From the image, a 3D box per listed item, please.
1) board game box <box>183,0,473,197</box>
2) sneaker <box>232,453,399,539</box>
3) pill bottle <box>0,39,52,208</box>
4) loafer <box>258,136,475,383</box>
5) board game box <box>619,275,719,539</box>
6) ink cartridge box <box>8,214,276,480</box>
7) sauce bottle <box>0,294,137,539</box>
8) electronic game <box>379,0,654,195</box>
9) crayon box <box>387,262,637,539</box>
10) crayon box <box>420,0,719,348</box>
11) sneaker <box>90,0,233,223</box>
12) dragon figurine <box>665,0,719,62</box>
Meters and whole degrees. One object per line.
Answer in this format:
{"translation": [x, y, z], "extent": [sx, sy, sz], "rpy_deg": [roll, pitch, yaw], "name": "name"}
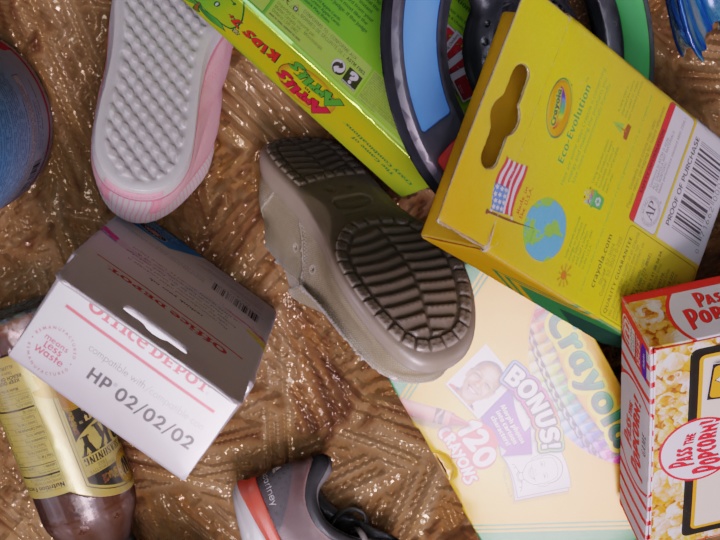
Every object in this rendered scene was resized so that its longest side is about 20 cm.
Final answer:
{"translation": [-0.014, -0.146, 0.779], "extent": [0.200, 0.047, 0.102], "rpy_deg": [41, 67, -16], "name": "board game box"}
{"translation": [-0.002, 0.203, 0.873], "extent": [0.081, 0.077, 0.202], "rpy_deg": [-29, 100, 0], "name": "sneaker"}
{"translation": [-0.237, -0.070, 0.758], "extent": [0.107, 0.200, 0.111], "rpy_deg": [0, 101, 1], "name": "pill bottle"}
{"translation": [0.000, 0.000, 0.792], "extent": [0.075, 0.201, 0.069], "rpy_deg": [-9, 130, -24], "name": "loafer"}
{"translation": [0.241, 0.066, 0.774], "extent": [0.197, 0.047, 0.153], "rpy_deg": [-11, 127, -6], "name": "board game box"}
{"translation": [-0.116, 0.038, 0.777], "extent": [0.115, 0.200, 0.068], "rpy_deg": [36, 100, -5], "name": "ink cartridge box"}
{"translation": [-0.174, 0.116, 0.864], "extent": [0.064, 0.065, 0.203], "rpy_deg": [-18, 102, 5], "name": "sauce bottle"}
{"translation": [0.090, -0.120, 0.776], "extent": [0.198, 0.041, 0.203], "rpy_deg": [-1, 92, -38], "name": "electronic game"}
{"translation": [0.096, 0.081, 0.853], "extent": [0.118, 0.058, 0.202], "rpy_deg": [-29, 99, 7], "name": "crayon box"}
{"translation": [0.110, -0.048, 0.745], "extent": [0.199, 0.050, 0.128], "rpy_deg": [29, 80, -41], "name": "crayon box"}
{"translation": [-0.110, -0.121, 0.818], "extent": [0.074, 0.105, 0.203], "rpy_deg": [14, 72, -5], "name": "sneaker"}
{"translation": [0.204, -0.151, 0.805], "extent": [0.098, 0.059, 0.203], "rpy_deg": [-7, 100, 3], "name": "dragon figurine"}
